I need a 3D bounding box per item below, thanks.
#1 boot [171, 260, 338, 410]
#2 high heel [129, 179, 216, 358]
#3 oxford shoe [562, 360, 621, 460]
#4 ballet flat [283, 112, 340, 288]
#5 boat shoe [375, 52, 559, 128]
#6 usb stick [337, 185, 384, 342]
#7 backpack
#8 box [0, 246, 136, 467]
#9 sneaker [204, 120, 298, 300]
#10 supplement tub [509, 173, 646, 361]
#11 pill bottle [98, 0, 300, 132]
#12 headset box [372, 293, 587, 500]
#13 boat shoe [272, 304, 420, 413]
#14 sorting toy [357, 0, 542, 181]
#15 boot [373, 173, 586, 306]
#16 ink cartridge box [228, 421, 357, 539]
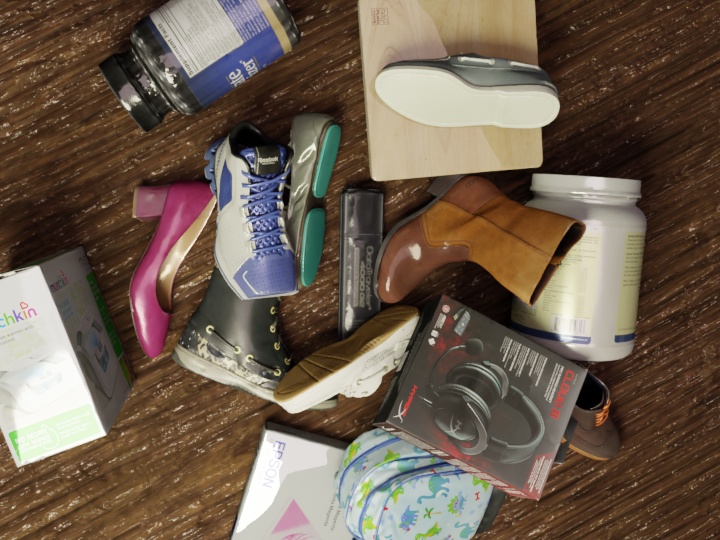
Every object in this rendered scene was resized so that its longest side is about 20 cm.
[{"bbox_3d":[-0.100,0.067,0.925,0.202,0.073,0.155,20,91,-11],"label":"boot"},{"bbox_3d":[-0.207,-0.002,0.901,0.095,0.067,0.202,0,94,4],"label":"high heel"},{"bbox_3d":[0.272,0.171,0.966,0.200,0.072,0.071,47,69,-28],"label":"oxford shoe"},{"bbox_3d":[-0.069,-0.082,0.923,0.063,0.067,0.202,12,96,19],"label":"ballet flat"},{"bbox_3d":[0.115,-0.200,0.864,0.198,0.073,0.062,7,53,-1],"label":"boat shoe"},{"bbox_3d":[0.000,0.000,0.949,0.055,0.033,0.202,-1,97,-17],"label":"usb stick"},{"bbox_3d":[0.069,0.248,0.918,0.198,0.154,0.164,12,118,-11],"label":"backpack"},{"bbox_3d":[-0.324,0.078,0.833,0.096,0.200,0.178,-19,98,-5],"label":"box"},{"bbox_3d":[-0.114,-0.074,0.848,0.080,0.115,0.201,-9,75,-26],"label":"sneaker"},{"bbox_3d":[0.252,-0.008,0.922,0.144,0.145,0.202,3,97,-8],"label":"supplement tub"},{"bbox_3d":[-0.173,-0.240,0.856,0.199,0.112,0.112,-34,100,-1],"label":"pill bottle"},{"bbox_3d":[0.135,0.140,0.849,0.199,0.077,0.150,28,74,-3],"label":"headset box"},{"bbox_3d":[-0.004,0.114,0.903,0.199,0.071,0.070,-29,114,-23],"label":"boat shoe"},{"bbox_3d":[0.099,-0.212,0.915,0.197,0.070,0.202,-6,98,-7],"label":"sorting toy"},{"bbox_3d":[0.125,-0.008,0.883,0.188,0.200,0.069,-48,135,-6],"label":"boot"},{"bbox_3d":[-0.051,0.306,0.977,0.198,0.043,0.198,16,95,-8],"label":"ink cartridge box"}]
